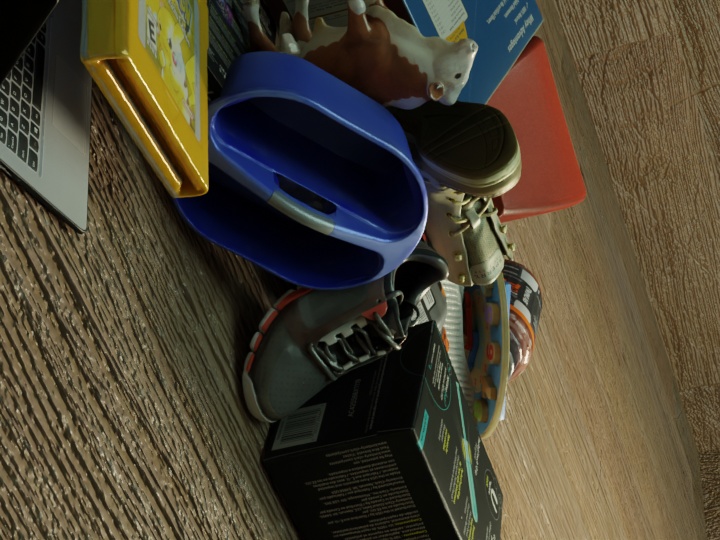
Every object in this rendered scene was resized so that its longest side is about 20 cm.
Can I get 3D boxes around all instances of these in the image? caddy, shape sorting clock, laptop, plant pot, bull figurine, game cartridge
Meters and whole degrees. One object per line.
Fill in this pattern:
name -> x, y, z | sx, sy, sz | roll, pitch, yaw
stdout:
caddy -> -0.045, -0.068, 1.055 | 0.200, 0.141, 0.105 | 27, 30, -23
shape sorting clock -> 0.120, 0.072, 1.469 | 0.200, 0.039, 0.200 | -179, -90, -84
laptop -> -0.169, -0.158, 0.846 | 0.200, 0.116, 0.187 | 50, 32, -55
plant pot -> 0.112, -0.130, 1.600 | 0.176, 0.200, 0.200 | -36, 111, -60
bull figurine -> -0.006, -0.173, 1.111 | 0.065, 0.200, 0.121 | -32, 108, -49
game cartridge -> -0.134, -0.174, 0.925 | 0.176, 0.032, 0.200 | 66, 21, -63

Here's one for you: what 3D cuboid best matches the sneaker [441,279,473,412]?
sneaker -> 0.052, 0.071, 1.382 | 0.074, 0.082, 0.200 | -41, 130, -48

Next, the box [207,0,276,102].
box -> -0.128, -0.204, 1.127 | 0.200, 0.044, 0.160 | 56, 26, -48

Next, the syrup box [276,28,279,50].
syrup box -> -0.036, -0.265, 1.400 | 0.200, 0.081, 0.079 | -47, 121, -67

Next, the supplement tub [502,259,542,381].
supplement tub -> 0.158, 0.068, 1.697 | 0.200, 0.107, 0.107 | -64, 137, -65

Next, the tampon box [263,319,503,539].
tampon box -> 0.027, 0.173, 1.172 | 0.150, 0.126, 0.200 | -75, 147, -57

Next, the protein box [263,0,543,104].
protein box -> 0.037, -0.247, 1.266 | 0.199, 0.135, 0.200 | -55, 128, -42

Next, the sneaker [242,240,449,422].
sneaker -> -0.008, 0.042, 1.104 | 0.200, 0.082, 0.077 | -48, 131, -20

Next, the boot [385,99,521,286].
boot -> 0.088, -0.055, 1.146 | 0.200, 0.072, 0.155 | 40, -26, 61

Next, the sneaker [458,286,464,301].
sneaker -> 0.060, 0.037, 1.487 | 0.200, 0.082, 0.074 | 95, -2, -62

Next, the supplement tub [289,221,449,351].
supplement tub -> 0.000, 0.000, 1.234 | 0.123, 0.122, 0.200 | -74, 147, -58
